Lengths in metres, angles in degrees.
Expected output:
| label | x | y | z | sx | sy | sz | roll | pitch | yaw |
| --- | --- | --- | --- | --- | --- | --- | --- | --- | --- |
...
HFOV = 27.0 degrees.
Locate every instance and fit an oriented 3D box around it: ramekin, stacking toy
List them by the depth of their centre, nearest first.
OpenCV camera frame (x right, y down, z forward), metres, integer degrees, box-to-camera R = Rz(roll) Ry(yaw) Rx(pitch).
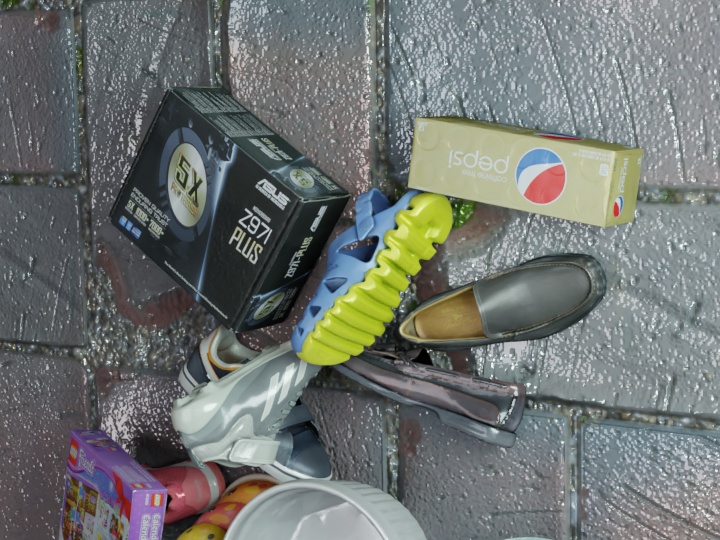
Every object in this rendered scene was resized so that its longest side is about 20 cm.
| label | x | y | z | sx | sy | sz | roll | pitch | yaw |
| --- | --- | --- | --- | --- | --- | --- | --- | --- | --- |
| ramekin | -0.025 | 0.289 | 1.402 | 0.200 | 0.105 | 0.200 | 0 | 90 | 27 |
| stacking toy | -0.140 | 0.291 | 1.488 | 0.146 | 0.200 | 0.146 | 5 | 100 | 33 |

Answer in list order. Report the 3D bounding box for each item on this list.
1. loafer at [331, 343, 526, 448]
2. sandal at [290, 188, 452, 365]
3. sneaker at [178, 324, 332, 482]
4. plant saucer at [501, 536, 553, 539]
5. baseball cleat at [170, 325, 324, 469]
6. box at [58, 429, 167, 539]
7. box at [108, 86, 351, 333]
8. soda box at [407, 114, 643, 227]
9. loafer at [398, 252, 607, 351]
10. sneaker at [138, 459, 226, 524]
| label | x | y | z | sx | sy | sz | roll | pitch | yaw |
| --- | --- | --- | --- | --- | --- | --- | --- | --- | --- |
| loafer | 0.066 | 0.102 | 1.412 | 0.200 | 0.072 | 0.063 | 23 | 92 | 26 |
| sandal | 0.000 | 0.000 | 1.409 | 0.087 | 0.079 | 0.200 | 33 | 81 | 37 |
| sneaker | -0.097 | 0.136 | 1.513 | 0.200 | 0.078 | 0.079 | 40 | 113 | 20 |
| plant saucer | 0.158 | 0.330 | 1.362 | 0.200 | 0.036 | 0.200 | 2 | 102 | 12 |
| baseball cleat | -0.085 | 0.126 | 1.456 | 0.107 | 0.200 | 0.070 | 65 | 161 | -4 |
| box | -0.258 | 0.258 | 1.544 | 0.200 | 0.039 | 0.137 | 24 | 109 | 59 |
| box | -0.134 | -0.063 | 1.505 | 0.200 | 0.086 | 0.164 | 41 | 116 | 23 |
| soda box | 0.143 | -0.091 | 1.328 | 0.200 | 0.064 | 0.068 | 14 | 104 | 31 |
| loafer | 0.126 | 0.036 | 1.351 | 0.200 | 0.072 | 0.073 | -23 | 83 | 34 |
| sneaker | -0.242 | 0.244 | 1.620 | 0.200 | 0.087 | 0.074 | -18 | 85 | 35 |
